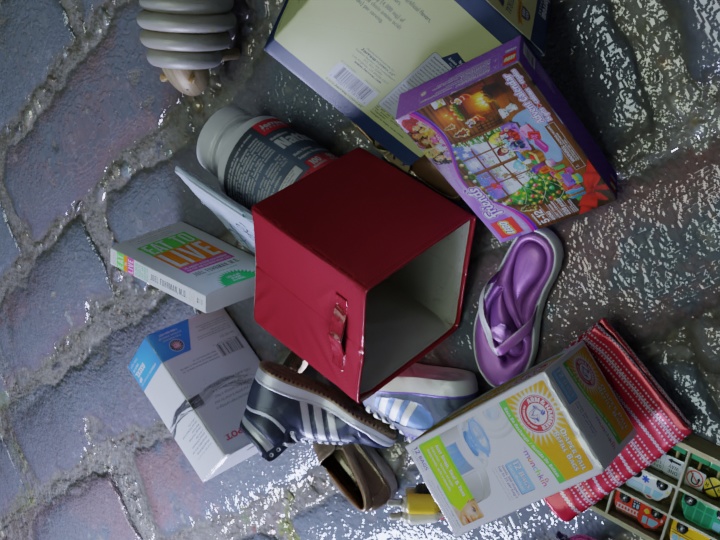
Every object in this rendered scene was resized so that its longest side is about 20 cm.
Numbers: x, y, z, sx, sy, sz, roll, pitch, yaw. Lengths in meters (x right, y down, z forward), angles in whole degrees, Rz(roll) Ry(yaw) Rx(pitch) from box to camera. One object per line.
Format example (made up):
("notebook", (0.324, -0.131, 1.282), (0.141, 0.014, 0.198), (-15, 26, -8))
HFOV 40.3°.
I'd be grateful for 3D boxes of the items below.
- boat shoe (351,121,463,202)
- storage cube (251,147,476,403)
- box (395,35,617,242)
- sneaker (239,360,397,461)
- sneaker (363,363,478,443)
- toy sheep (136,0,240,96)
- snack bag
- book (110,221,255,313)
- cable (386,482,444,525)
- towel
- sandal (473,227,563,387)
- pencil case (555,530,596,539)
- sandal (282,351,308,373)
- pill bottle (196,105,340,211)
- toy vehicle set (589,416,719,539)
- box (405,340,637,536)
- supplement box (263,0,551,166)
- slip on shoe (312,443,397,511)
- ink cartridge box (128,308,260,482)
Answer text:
("boat shoe", (0.045, -0.149, 1.097), (0.200, 0.073, 0.076), (46, 129, 21))
("storage cube", (0.000, 0.000, 1.093), (0.179, 0.199, 0.173), (33, 139, 30))
("box", (0.144, -0.118, 0.948), (0.135, 0.040, 0.200), (-20, 133, 33))
("sneaker", (-0.059, 0.205, 1.250), (0.198, 0.070, 0.110), (26, 99, -1))
("sneaker", (0.060, 0.191, 1.189), (0.197, 0.080, 0.149), (2, 101, 35))
("toy sheep", (-0.216, -0.321, 1.229), (0.136, 0.137, 0.204), (13, 112, 37))
("snack bag", (-0.133, -0.049, 1.225), (0.188, 0.200, 0.021), (33, 79, 36))
("book", (-0.230, -0.003, 1.344), (0.198, 0.133, 0.049), (22, 117, 34))
("cable", (0.133, 0.276, 1.146), (0.196, 0.097, 0.051), (-3, 64, 17))
("towel", (0.233, 0.163, 1.032), (0.145, 0.022, 0.200), (52, 130, 15))
("sandal", (0.161, 0.043, 1.074), (0.082, 0.049, 0.206), (29, 121, 31))
("pencil case", (0.212, 0.384, 1.111), (0.091, 0.093, 0.202), (43, 128, 21))
("sandal", (-0.037, 0.102, 1.271), (0.069, 0.078, 0.212), (32, 137, -9))
("pill bottle", (-0.106, -0.120, 1.207), (0.199, 0.119, 0.121), (34, 124, 27))
("toy vehicle set", (0.303, 0.217, 1.022), (0.198, 0.026, 0.126), (25, 119, 33))
("box", (0.163, 0.173, 1.006), (0.199, 0.101, 0.114), (-35, 82, 37))
("supplement box", (0.050, -0.252, 0.959), (0.199, 0.136, 0.199), (35, 135, -21))
("slip on shoe", (-0.034, 0.234, 1.298), (0.201, 0.060, 0.076), (52, 130, 16))
("ink cartridge box", (-0.206, 0.169, 1.370), (0.201, 0.144, 0.084), (53, 131, 14))
